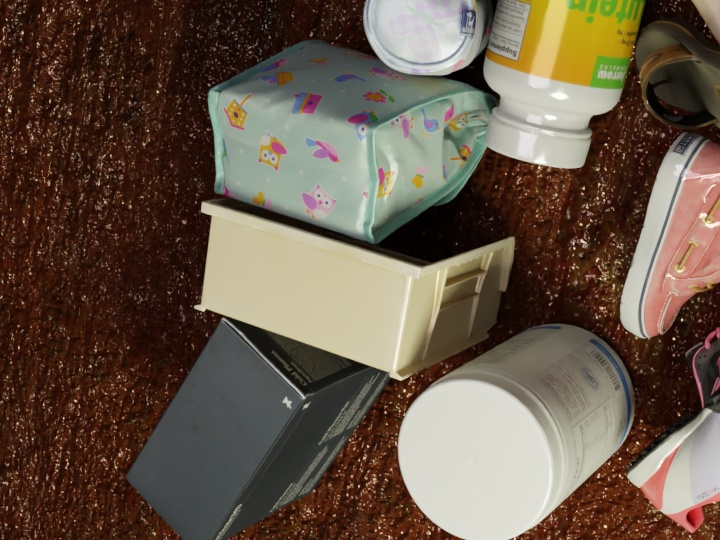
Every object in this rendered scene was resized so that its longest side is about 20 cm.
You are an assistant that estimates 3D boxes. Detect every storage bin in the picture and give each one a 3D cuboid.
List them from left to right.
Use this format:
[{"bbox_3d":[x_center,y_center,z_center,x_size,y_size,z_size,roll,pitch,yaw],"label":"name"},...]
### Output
[{"bbox_3d":[0.000,0.000,1.079,0.200,0.199,0.094,17,107,26],"label":"storage bin"}]

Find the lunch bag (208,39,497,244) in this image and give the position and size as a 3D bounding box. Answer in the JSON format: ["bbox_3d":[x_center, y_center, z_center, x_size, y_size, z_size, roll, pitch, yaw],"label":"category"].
[{"bbox_3d":[0.000,-0.117,1.062,0.170,0.200,0.122,18,122,29],"label":"lunch bag"}]

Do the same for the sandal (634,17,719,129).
[{"bbox_3d":[0.236,-0.128,0.929,0.055,0.200,0.082,-29,116,2],"label":"sandal"}]

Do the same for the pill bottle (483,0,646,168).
[{"bbox_3d":[0.158,-0.186,1.003,0.111,0.111,0.200,20,109,25],"label":"pill bottle"}]

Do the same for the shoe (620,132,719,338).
[{"bbox_3d":[0.259,-0.007,0.968,0.091,0.071,0.200,29,141,24],"label":"shoe"}]

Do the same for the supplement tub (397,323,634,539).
[{"bbox_3d":[0.129,0.123,1.028,0.132,0.200,0.132,6,103,29],"label":"supplement tub"}]

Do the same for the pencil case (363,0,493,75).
[{"bbox_3d":[0.057,-0.199,1.005,0.083,0.200,0.091,6,100,9],"label":"pencil case"}]

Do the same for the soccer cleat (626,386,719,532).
[{"bbox_3d":[0.278,0.124,0.950,0.073,0.068,0.200,49,136,12],"label":"soccer cleat"}]

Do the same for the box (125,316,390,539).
[{"bbox_3d":[-0.082,0.128,1.162,0.104,0.182,0.200,42,116,17],"label":"box"}]

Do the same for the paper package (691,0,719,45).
[{"bbox_3d":[0.336,-0.221,0.899,0.200,0.103,0.191,-34,82,31],"label":"paper package"}]

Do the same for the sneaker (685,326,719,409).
[{"bbox_3d":[0.298,0.062,1.000,0.095,0.079,0.200,20,108,37],"label":"sneaker"}]
